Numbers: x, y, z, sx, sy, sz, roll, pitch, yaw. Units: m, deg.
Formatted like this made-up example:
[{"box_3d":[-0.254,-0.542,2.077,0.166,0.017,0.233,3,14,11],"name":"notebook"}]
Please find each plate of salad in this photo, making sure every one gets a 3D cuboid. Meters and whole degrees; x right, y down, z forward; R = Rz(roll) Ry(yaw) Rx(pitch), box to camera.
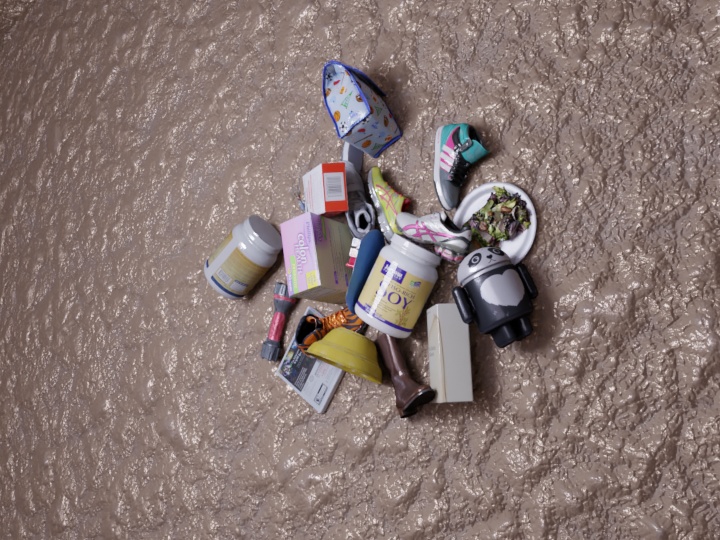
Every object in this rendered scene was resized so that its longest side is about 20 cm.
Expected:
[{"box_3d":[0.284,-0.096,1.397,0.197,0.048,0.205,-7,77,34],"name":"plate of salad"}]

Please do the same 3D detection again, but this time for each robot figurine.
[{"box_3d":[0.278,0.051,1.317,0.124,0.149,0.203,-31,74,33],"name":"robot figurine"}]

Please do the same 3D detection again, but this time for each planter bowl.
[{"box_3d":[-0.024,0.185,1.475,0.198,0.200,0.085,15,76,35],"name":"planter bowl"}]

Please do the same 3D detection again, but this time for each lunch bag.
[{"box_3d":[-0.004,-0.407,1.574,0.123,0.169,0.203,-34,64,21],"name":"lunch bag"}]

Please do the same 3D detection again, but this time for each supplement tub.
[{"box_3d":[0.087,0.033,1.449,0.144,0.144,0.203,31,99,34],"name":"supplement tub"},{"box_3d":[-0.314,-0.036,1.737,0.200,0.143,0.145,-45,60,19],"name":"supplement tub"}]

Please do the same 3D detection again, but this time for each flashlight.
[{"box_3d":[-0.215,0.136,1.686,0.067,0.067,0.204,13,88,40],"name":"flashlight"}]

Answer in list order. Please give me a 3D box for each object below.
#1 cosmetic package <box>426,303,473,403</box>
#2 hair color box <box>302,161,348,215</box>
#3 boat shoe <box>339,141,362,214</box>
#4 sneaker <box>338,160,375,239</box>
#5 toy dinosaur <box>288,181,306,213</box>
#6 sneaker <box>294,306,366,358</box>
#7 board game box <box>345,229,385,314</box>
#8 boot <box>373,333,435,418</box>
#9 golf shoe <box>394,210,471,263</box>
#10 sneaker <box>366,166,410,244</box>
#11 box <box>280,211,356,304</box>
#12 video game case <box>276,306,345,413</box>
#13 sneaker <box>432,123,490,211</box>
[{"box_3d":[0.189,0.178,1.370,0.071,0.104,0.205,-1,78,-7],"name":"cosmetic package"},{"box_3d":[-0.086,-0.188,1.546,0.200,0.063,0.114,180,86,-72],"name":"hair color box"},{"box_3d":[-0.037,-0.243,1.632,0.056,0.068,0.205,1,84,34],"name":"boat shoe"},{"box_3d":[-0.011,-0.169,1.538,0.074,0.115,0.204,-17,95,-4],"name":"sneaker"},{"box_3d":[-0.119,-0.145,1.689,0.181,0.105,0.201,-40,96,10],"name":"toy dinosaur"},{"box_3d":[-0.070,0.130,1.536,0.199,0.112,0.078,-38,55,0],"name":"sneaker"},{"box_3d":[0.000,0.000,1.504,0.038,0.157,0.204,16,91,24],"name":"board game box"},{"box_3d":[0.090,0.208,1.423,0.187,0.063,0.204,120,137,-59],"name":"boot"},{"box_3d":[0.164,-0.095,1.422,0.198,0.072,0.094,29,113,32],"name":"golf shoe"},{"box_3d":[0.075,-0.165,1.544,0.089,0.078,0.204,-20,70,9],"name":"sneaker"},{"box_3d":[-0.087,-0.024,1.546,0.095,0.199,0.180,-18,72,29],"name":"box"},{"box_3d":[-0.112,0.224,1.628,0.181,0.023,0.203,33,101,33],"name":"video game case"},{"box_3d":[0.232,-0.241,1.441,0.119,0.083,0.205,-10,75,42],"name":"sneaker"}]
